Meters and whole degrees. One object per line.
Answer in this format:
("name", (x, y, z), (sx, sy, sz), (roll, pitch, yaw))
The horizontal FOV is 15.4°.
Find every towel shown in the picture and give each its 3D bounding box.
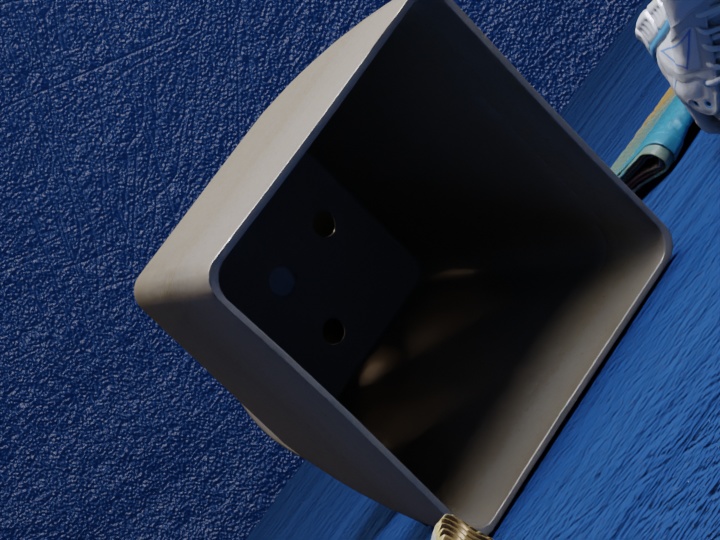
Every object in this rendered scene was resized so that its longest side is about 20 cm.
("towel", (0.222, -0.122, 1.758), (0.200, 0.022, 0.147), (-53, 1, -23))

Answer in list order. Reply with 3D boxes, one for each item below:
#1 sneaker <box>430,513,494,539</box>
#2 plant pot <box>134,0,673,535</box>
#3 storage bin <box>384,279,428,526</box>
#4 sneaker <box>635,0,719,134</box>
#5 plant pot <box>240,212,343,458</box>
("sneaker", (0.024, 0.147, 0.869), (0.090, 0.075, 0.200), (-62, -7, 10))
("plant pot", (0.000, 0.000, 1.376), (0.200, 0.200, 0.177), (-55, 23, -22))
("storage bin", (0.065, 0.038, 1.596), (0.135, 0.094, 0.200), (-53, 1, 42))
("sneaker", (0.194, -0.127, 1.411), (0.075, 0.087, 0.200), (-20, -16, 1))
("plant pot", (0.022, 0.028, 1.879), (0.200, 0.200, 0.173), (-54, -14, 17))
